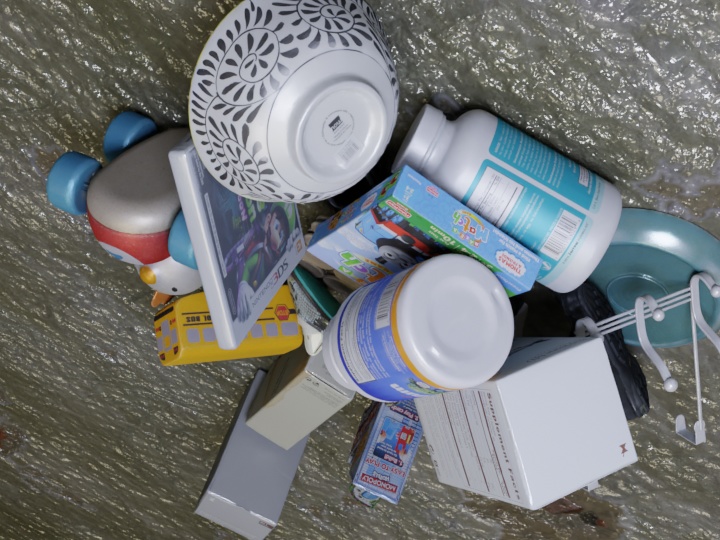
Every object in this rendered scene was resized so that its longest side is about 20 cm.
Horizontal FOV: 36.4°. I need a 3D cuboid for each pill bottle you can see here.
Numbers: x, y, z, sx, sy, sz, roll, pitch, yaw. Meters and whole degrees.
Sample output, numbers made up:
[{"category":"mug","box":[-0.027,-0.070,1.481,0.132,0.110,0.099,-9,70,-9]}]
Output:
[{"category":"pill bottle","box":[0.041,0.059,0.979,0.111,0.113,0.199,34,157,-15]},{"category":"pill bottle","box":[0.129,-0.072,0.993,0.198,0.112,0.111,29,144,-6]}]

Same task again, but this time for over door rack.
[{"category":"over door rack","box":[0.277,0.115,1.040,0.067,0.145,0.203,-131,29,-52]}]

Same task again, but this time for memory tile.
[{"category":"memory tile","box":[0.000,0.000,1.187,0.152,0.017,0.200,30,163,-7]}]

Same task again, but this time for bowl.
[{"category":"bowl","box":[-0.037,-0.132,0.921,0.094,0.200,0.202,43,167,48]}]

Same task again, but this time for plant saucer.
[{"category":"plant saucer","box":[0.279,0.017,1.094,0.197,0.028,0.202,15,143,12]}]

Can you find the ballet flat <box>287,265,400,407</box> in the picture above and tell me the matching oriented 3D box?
[{"category":"ballet flat","box":[-0.022,0.082,1.234,0.200,0.072,0.072,41,144,3]}]

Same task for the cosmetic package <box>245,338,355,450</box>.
[{"category":"cosmetic package","box":[-0.064,0.139,1.381,0.072,0.104,0.200,32,142,-11]}]

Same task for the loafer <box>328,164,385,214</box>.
[{"category":"loafer","box":[-0.010,-0.084,1.091,0.067,0.071,0.202,10,142,18]}]

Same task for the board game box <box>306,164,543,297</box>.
[{"category":"board game box","box":[0.052,-0.015,1.005,0.150,0.037,0.200,33,158,-14]}]

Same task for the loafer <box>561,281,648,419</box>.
[{"category":"loafer","box":[0.237,0.089,1.110,0.069,0.069,0.201,-16,134,21]}]

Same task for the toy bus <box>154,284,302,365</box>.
[{"category":"toy bus","box":[-0.133,0.058,1.253,0.197,0.080,0.065,-3,165,-36]}]

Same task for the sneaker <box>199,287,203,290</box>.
[{"category":"sneaker","box":[-0.222,-0.022,1.286,0.198,0.079,0.085,31,145,-11]}]

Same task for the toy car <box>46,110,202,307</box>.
[{"category":"toy car","box":[-0.206,-0.031,1.153,0.182,0.177,0.203,22,132,18]}]

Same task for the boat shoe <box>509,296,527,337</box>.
[{"category":"boat shoe","box":[0.128,0.072,1.227,0.092,0.075,0.201,33,150,19]}]

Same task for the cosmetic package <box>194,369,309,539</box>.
[{"category":"cosmetic package","box":[-0.137,0.250,1.478,0.106,0.202,0.090,28,145,-6]}]

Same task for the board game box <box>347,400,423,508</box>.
[{"category":"board game box","box":[0.031,0.198,1.317,0.061,0.202,0.201,24,144,-3]}]

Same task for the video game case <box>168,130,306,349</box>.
[{"category":"video game case","box":[-0.109,-0.060,1.039,0.023,0.182,0.203,1,121,21]}]

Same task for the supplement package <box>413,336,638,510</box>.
[{"category":"supplement package","box":[0.143,0.134,1.017,0.199,0.115,0.119,-10,98,69]}]
